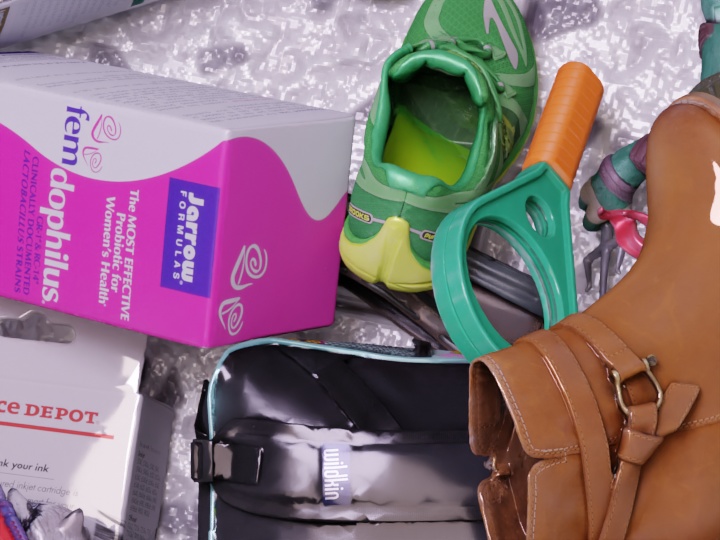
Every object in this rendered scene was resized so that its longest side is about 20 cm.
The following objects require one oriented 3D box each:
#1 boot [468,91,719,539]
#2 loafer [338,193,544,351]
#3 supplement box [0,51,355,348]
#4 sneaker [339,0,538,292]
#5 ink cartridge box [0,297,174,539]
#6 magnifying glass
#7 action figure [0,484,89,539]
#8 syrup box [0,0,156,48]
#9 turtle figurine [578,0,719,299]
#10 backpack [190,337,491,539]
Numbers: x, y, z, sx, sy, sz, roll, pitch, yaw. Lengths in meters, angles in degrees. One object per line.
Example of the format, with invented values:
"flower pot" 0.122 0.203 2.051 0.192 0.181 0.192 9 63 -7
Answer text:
"boot" 0.110 0.027 1.217 0.154 0.074 0.201 -7 81 -29
"loafer" 0.000 0.000 1.373 0.200 0.072 0.063 24 90 12
"supplement box" -0.113 -0.036 1.339 0.200 0.103 0.102 12 102 32
"sneaker" 0.044 -0.075 1.340 0.074 0.084 0.200 16 44 1
"ink cartridge box" -0.157 0.112 1.378 0.116 0.068 0.201 7 81 12
"magnifying glass" 0.076 -0.026 1.291 0.022 0.200 0.080 -26 116 36
"action figure" -0.212 0.146 1.318 0.193 0.105 0.200 -23 49 0
"syrup box" -0.159 -0.158 1.389 0.200 0.081 0.079 -20 81 -18
"turtle figurine" 0.179 -0.052 1.338 0.149 0.101 0.201 15 75 10
"backpack" 0.033 0.123 1.297 0.199 0.153 0.176 -2 74 8
